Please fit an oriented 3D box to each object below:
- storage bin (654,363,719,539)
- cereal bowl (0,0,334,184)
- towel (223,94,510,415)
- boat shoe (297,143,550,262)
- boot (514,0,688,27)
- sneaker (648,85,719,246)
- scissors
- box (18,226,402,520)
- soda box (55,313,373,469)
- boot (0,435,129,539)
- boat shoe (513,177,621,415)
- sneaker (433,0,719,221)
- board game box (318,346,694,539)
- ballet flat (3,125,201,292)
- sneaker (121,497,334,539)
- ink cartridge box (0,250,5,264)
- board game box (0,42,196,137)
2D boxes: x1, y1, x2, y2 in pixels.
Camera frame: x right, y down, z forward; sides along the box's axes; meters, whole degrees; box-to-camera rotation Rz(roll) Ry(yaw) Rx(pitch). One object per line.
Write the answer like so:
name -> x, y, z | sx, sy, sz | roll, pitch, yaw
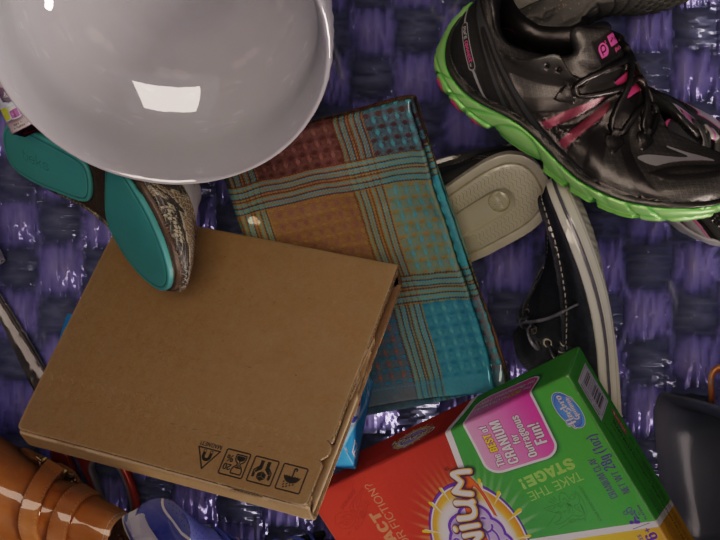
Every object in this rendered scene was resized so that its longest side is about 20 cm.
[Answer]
storage bin -> 0.271, 0.125, 0.826 | 0.132, 0.200, 0.148 | -6, 90, -7
cereal bowl -> -0.110, -0.152, 0.778 | 0.197, 0.084, 0.202 | 2, 133, 2
towel -> 0.000, 0.000, 0.874 | 0.145, 0.022, 0.202 | -12, 110, 22
boat shoe -> 0.034, -0.028, 0.903 | 0.198, 0.068, 0.072 | -23, 109, 18
boot -> 0.153, -0.227, 0.889 | 0.197, 0.068, 0.132 | -19, 83, 3
sneaker -> 0.202, -0.068, 0.873 | 0.197, 0.086, 0.081 | 19, 92, 4
scissors -> -0.202, 0.095, 0.945 | 0.072, 0.014, 0.203 | -14, 89, 7
box -> -0.090, 0.050, 0.836 | 0.197, 0.021, 0.165 | 11, 61, 22
soda box -> -0.097, 0.076, 0.878 | 0.197, 0.068, 0.065 | 4, 60, 17
boot -> -0.218, 0.130, 0.843 | 0.153, 0.200, 0.074 | 23, 77, 18
boat shoe -> 0.125, 0.036, 0.857 | 0.061, 0.075, 0.202 | -8, 122, 6
sneaker -> 0.135, -0.096, 0.799 | 0.198, 0.077, 0.084 | 32, 124, 7
board game box -> 0.087, 0.157, 0.859 | 0.199, 0.040, 0.154 | -29, 99, 27
ballet flat -> -0.149, -0.058, 0.879 | 0.199, 0.075, 0.069 | 34, 133, 35
sneaker -> -0.065, 0.196, 0.876 | 0.114, 0.201, 0.081 | -33, 43, -9
ink cartridge box -> -0.350, -0.061, 0.918 | 0.145, 0.083, 0.202 | -26, 88, 4
board game box -> -0.151, -0.180, 0.856 | 0.198, 0.032, 0.121 | -25, 87, 5
